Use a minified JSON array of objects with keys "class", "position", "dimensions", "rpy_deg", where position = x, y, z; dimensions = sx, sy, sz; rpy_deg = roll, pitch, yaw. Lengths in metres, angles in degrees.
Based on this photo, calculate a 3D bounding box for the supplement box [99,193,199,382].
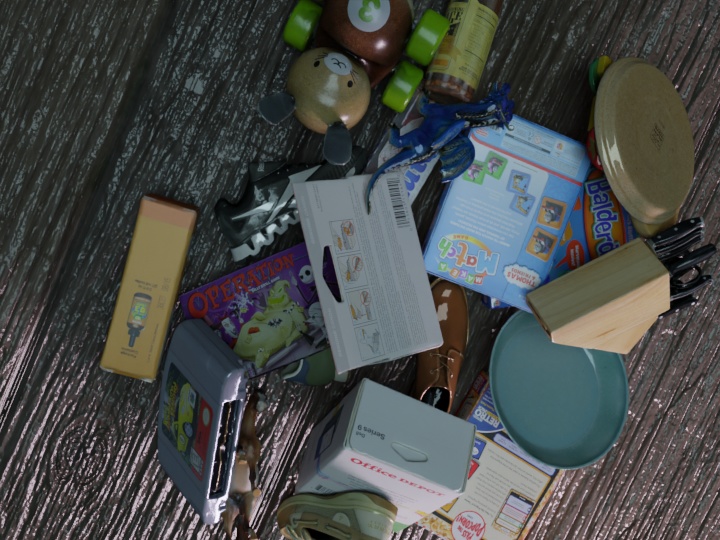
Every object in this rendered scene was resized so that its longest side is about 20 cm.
[{"class":"supplement box","position":[-0.240,0.019,1.084],"dimensions":[0.065,0.069,0.204],"rpy_deg":[15,94,-8]}]

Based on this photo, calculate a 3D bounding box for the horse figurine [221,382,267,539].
[{"class":"horse figurine","position":[-0.137,0.253,1.113],"dimensions":[0.049,0.133,0.205],"rpy_deg":[2,110,-11]}]

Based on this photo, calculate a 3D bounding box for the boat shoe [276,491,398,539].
[{"class":"boat shoe","position":[-0.036,0.300,1.091],"dimensions":[0.073,0.199,0.064],"rpy_deg":[36,55,-31]}]

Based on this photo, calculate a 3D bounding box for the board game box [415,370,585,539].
[{"class":"board game box","position":[0.165,0.252,1.181],"dimensions":[0.150,0.046,0.202],"rpy_deg":[31,92,-11]}]

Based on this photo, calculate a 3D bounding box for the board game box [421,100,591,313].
[{"class":"board game box","position":[0.167,-0.072,1.096],"dimensions":[0.148,0.037,0.204],"rpy_deg":[20,95,-8]}]

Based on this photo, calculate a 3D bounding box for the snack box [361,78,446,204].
[{"class":"snack box","position":[0.046,-0.124,1.123],"dimensions":[0.071,0.024,0.202],"rpy_deg":[30,92,-11]}]

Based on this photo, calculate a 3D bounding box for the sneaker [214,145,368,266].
[{"class":"sneaker","position":[-0.085,-0.097,1.088],"dimensions":[0.198,0.067,0.091],"rpy_deg":[-35,103,0]}]

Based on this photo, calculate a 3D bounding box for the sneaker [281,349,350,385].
[{"class":"sneaker","position":[-0.065,0.040,1.108],"dimensions":[0.088,0.067,0.205],"rpy_deg":[-7,101,-11]}]

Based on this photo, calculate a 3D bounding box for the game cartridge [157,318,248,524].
[{"class":"game cartridge","position":[-0.184,0.166,1.071],"dimensions":[0.040,0.133,0.204],"rpy_deg":[-5,118,-34]}]

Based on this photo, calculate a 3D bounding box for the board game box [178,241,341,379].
[{"class":"board game box","position":[-0.103,0.050,1.079],"dimensions":[0.197,0.032,0.122],"rpy_deg":[-23,81,17]}]

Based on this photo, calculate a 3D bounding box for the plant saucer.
[{"class":"plant saucer","position":[0.235,0.139,1.151],"dimensions":[0.196,0.036,0.205],"rpy_deg":[6,73,-20]}]

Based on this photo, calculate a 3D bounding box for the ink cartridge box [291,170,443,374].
[{"class":"ink cartridge box","position":[0.000,0.000,1.025],"dimensions":[0.174,0.044,0.205],"rpy_deg":[-10,85,-45]}]

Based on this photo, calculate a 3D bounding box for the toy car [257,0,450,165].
[{"class":"toy car","position":[-0.025,-0.208,1.000],"dimensions":[0.162,0.158,0.202],"rpy_deg":[30,56,-2]}]

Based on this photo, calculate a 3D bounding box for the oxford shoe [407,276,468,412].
[{"class":"oxford shoe","position":[0.098,0.108,1.141],"dimensions":[0.070,0.071,0.205],"rpy_deg":[6,95,-7]}]

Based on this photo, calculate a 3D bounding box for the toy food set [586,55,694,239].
[{"class":"toy food set","position":[0.327,-0.150,1.101],"dimensions":[0.198,0.048,0.202],"rpy_deg":[29,65,-34]}]

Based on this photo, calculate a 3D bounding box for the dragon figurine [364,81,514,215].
[{"class":"dragon figurine","position":[0.085,-0.137,1.015],"dimensions":[0.200,0.098,0.059],"rpy_deg":[-47,137,-21]}]

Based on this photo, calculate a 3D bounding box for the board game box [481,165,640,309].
[{"class":"board game box","position":[0.240,-0.044,1.151],"dimensions":[0.195,0.045,0.156],"rpy_deg":[-8,98,-7]}]

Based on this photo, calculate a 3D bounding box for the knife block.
[{"class":"knife block","position":[0.309,0.008,1.078],"dimensions":[0.197,0.064,0.177],"rpy_deg":[10,124,-35]}]

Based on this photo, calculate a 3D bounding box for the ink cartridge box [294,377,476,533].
[{"class":"ink cartridge box","position":[0.024,0.216,1.076],"dimensions":[0.143,0.200,0.089],"rpy_deg":[22,60,-9]}]

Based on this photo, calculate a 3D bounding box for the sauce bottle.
[{"class":"sauce bottle","position":[0.128,-0.292,1.087],"dimensions":[0.065,0.066,0.204],"rpy_deg":[19,82,-10]}]
